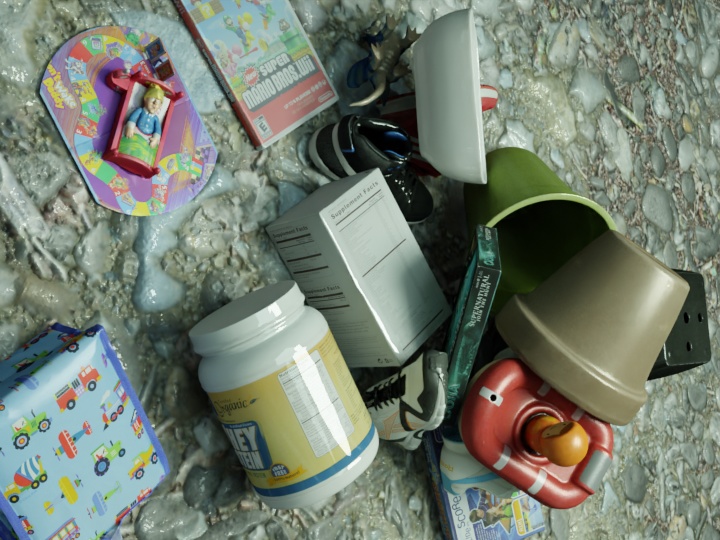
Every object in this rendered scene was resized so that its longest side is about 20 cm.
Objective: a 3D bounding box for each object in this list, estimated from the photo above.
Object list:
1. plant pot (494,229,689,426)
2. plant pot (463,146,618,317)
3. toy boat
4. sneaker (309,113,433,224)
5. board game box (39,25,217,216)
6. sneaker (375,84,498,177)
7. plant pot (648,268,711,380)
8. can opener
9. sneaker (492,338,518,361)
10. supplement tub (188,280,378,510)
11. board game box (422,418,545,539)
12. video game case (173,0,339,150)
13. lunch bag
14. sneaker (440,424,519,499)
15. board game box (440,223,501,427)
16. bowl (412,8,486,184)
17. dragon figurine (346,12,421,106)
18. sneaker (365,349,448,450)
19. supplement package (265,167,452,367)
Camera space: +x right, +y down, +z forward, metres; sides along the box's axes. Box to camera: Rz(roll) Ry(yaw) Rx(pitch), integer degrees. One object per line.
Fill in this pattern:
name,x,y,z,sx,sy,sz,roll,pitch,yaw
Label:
plant pot,0.287,0.051,0.961,0.199,0.200,0.175,24,108,-35
plant pot,0.215,-0.066,1.087,0.200,0.200,0.191,37,24,-30
toy boat,0.209,0.186,0.916,0.199,0.131,0.131,34,80,-10
sneaker,0.042,-0.118,0.998,0.199,0.111,0.074,28,67,-34
board game box,-0.226,-0.158,0.834,0.158,0.039,0.201,-34,105,-38
sneaker,0.111,-0.189,1.115,0.198,0.078,0.117,-13,100,-28
plant pot,0.425,0.081,1.258,0.198,0.177,0.202,3,83,-39
can opener,0.164,0.104,1.115,0.066,0.052,0.202,1,83,-39
sneaker,0.214,0.088,1.124,0.200,0.073,0.113,29,44,-63
supplement tub,-0.080,0.127,0.846,0.144,0.144,0.201,-34,104,-38
board game box,0.158,0.263,1.061,0.134,0.034,0.202,-14,96,-18
video game case,-0.119,-0.262,0.956,0.143,0.017,0.201,-41,109,-36
lunch bag,-0.263,0.172,0.732,0.150,0.094,0.201,-43,119,-39
sneaker,0.193,0.239,1.021,0.198,0.077,0.082,3,100,-14
board game box,0.122,0.062,0.946,0.135,0.028,0.202,-74,177,-67
bowl,0.110,-0.204,0.985,0.200,0.074,0.202,-28,114,-77
dragon figurine,0.021,-0.248,1.010,0.058,0.099,0.201,24,59,-15
sneaker,0.048,0.151,0.927,0.079,0.201,0.074,13,54,-6
supplement package,0.000,0.000,0.956,0.114,0.109,0.201,-39,109,-36
